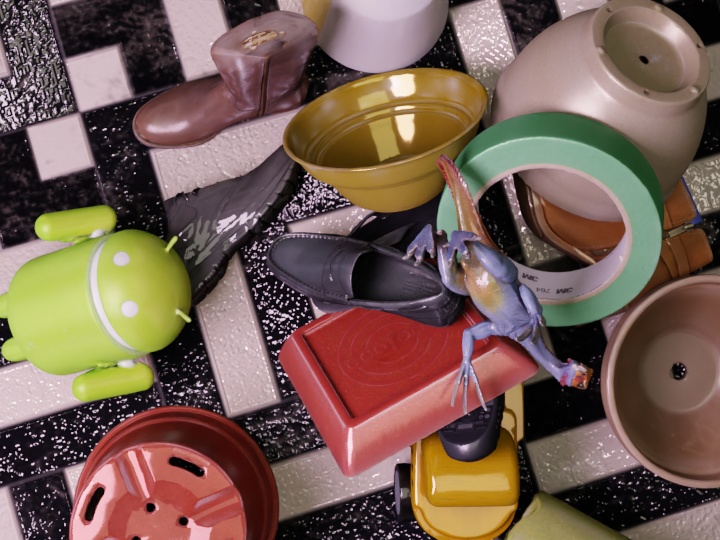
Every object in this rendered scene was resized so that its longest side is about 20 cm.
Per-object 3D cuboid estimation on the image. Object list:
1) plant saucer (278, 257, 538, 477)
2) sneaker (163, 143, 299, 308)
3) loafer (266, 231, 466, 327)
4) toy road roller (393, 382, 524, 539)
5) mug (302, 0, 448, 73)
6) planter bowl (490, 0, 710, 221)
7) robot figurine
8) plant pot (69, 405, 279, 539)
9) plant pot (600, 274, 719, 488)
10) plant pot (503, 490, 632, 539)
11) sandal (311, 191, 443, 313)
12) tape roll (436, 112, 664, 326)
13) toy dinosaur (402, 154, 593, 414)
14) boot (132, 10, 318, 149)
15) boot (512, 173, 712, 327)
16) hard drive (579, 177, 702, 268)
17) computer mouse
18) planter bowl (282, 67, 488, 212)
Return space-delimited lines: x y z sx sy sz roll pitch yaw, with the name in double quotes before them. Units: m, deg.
"plant saucer" 0.034 0.074 1.171 0.199 0.200 0.037 -28 127 -6
"sneaker" -0.139 -0.056 1.224 0.091 0.076 0.200 42 82 6
"loafer" 0.000 0.000 1.151 0.200 0.070 0.068 16 77 23
"toy road roller" 0.098 0.155 1.183 0.122 0.146 0.201 0 85 -4
"mug" 0.002 -0.282 1.212 0.186 0.153 0.150 5 85 -3
"planter bowl" 0.238 -0.165 1.164 0.199 0.135 0.201 9 59 -14
"robot figurine" -0.243 0.030 1.164 0.199 0.116 0.176 -15 84 26
"plant pot" -0.173 0.225 1.133 0.200 0.195 0.202 0 85 -4
"plant pot" 0.323 0.104 1.225 0.200 0.093 0.202 0 91 -6
"plant pot" 0.203 0.310 1.168 0.184 0.200 0.201 36 83 10
"sandal" 0.024 -0.037 1.232 0.200 0.043 0.076 -40 46 -14
"tape roll" 0.170 -0.043 1.133 0.200 0.048 0.201 7 126 10
"toy dinosaur" 0.133 0.020 1.072 0.181 0.105 0.201 33 60 -33
"boot" -0.131 -0.176 1.168 0.186 0.200 0.064 -19 86 -6
"boot" 0.242 -0.060 1.225 0.154 0.074 0.201 -25 100 -2
"hard drive" 0.246 -0.115 1.278 0.132 0.025 0.201 -23 87 -5
"computer mouse" 0.111 0.101 1.157 0.058 0.200 0.034 -8 129 23
"planter bowl" 0.031 -0.113 1.212 0.200 0.201 0.084 -18 122 -5
